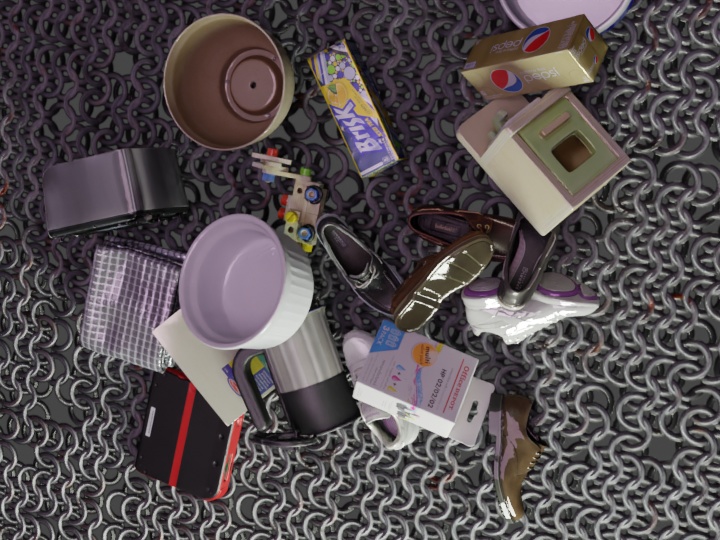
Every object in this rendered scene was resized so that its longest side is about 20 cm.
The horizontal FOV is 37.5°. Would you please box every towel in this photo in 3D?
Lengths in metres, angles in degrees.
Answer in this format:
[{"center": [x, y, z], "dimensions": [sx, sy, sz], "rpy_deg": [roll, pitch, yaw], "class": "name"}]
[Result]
[{"center": [-0.375, 0.054, 1.775], "dimensions": [0.165, 0.086, 0.201], "rpy_deg": [15, 102, 15], "class": "towel"}]

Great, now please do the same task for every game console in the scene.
[{"center": [-0.292, 0.279, 1.811], "dimensions": [0.176, 0.031, 0.201], "rpy_deg": [18, 102, 20], "class": "game console"}]

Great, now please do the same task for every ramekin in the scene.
[{"center": [-0.166, 0.023, 1.585], "dimensions": [0.199, 0.098, 0.202], "rpy_deg": [-7, 76, 30], "class": "ramekin"}]

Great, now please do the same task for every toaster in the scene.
[{"center": [-0.385, -0.123, 1.702], "dimensions": [0.199, 0.181, 0.119], "rpy_deg": [-10, 93, 20], "class": "toaster"}]

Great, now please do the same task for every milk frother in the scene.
[{"center": [-0.102, 0.170, 1.628], "dimensions": [0.180, 0.200, 0.189], "rpy_deg": [-20, 91, -10], "class": "milk frother"}]

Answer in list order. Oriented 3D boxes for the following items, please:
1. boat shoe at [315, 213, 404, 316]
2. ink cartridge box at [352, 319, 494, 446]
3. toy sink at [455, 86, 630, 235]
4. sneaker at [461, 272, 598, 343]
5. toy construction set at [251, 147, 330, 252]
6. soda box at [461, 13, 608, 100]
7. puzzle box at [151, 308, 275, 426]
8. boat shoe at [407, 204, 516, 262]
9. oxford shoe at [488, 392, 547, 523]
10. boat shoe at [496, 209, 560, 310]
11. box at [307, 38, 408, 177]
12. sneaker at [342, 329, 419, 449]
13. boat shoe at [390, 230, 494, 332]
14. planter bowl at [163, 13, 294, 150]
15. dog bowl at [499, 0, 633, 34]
[{"center": [0.000, 0.000, 1.630], "dimensions": [0.072, 0.071, 0.200], "rpy_deg": [-43, 100, 11], "class": "boat shoe"}, {"center": [0.102, 0.170, 1.599], "dimensions": [0.199, 0.068, 0.116], "rpy_deg": [22, 62, 4], "class": "ink cartridge box"}, {"center": [0.254, -0.176, 1.490], "dimensions": [0.130, 0.112, 0.200], "rpy_deg": [-36, 83, -24], "class": "toy sink"}, {"center": [0.254, 0.058, 1.577], "dimensions": [0.199, 0.075, 0.100], "rpy_deg": [-1, 119, 17], "class": "sneaker"}, {"center": [-0.124, -0.095, 1.674], "dimensions": [0.130, 0.092, 0.201], "rpy_deg": [14, 112, 16], "class": "toy construction set"}, {"center": [0.239, -0.292, 1.473], "dimensions": [0.199, 0.068, 0.064], "rpy_deg": [0, 57, 51], "class": "soda box"}, {"center": [-0.226, 0.135, 1.725], "dimensions": [0.133, 0.025, 0.200], "rpy_deg": [-38, 95, -4], "class": "puzzle box"}, {"center": [0.166, -0.053, 1.588], "dimensions": [0.199, 0.070, 0.071], "rpy_deg": [11, 97, 15], "class": "boat shoe"}, {"center": [0.241, 0.287, 1.610], "dimensions": [0.084, 0.073, 0.201], "rpy_deg": [-1, 98, 14], "class": "oxford shoe"}, {"center": [0.246, -0.038, 1.521], "dimensions": [0.066, 0.057, 0.201], "rpy_deg": [19, 69, 6], "class": "boat shoe"}, {"center": [-0.003, -0.246, 1.620], "dimensions": [0.070, 0.064, 0.201], "rpy_deg": [-25, 89, 19], "class": "box"}, {"center": [0.028, 0.185, 1.651], "dimensions": [0.075, 0.100, 0.201], "rpy_deg": [-29, 86, 22], "class": "sneaker"}, {"center": [0.112, 0.002, 1.568], "dimensions": [0.072, 0.068, 0.200], "rpy_deg": [31, 118, -33], "class": "boat shoe"}, {"center": [-0.184, -0.289, 1.637], "dimensions": [0.199, 0.135, 0.202], "rpy_deg": [3, 99, 18], "class": "planter bowl"}, {"center": [0.292, -0.420, 1.490], "dimensions": [0.199, 0.079, 0.201], "rpy_deg": [3, 99, 18], "class": "dog bowl"}]
